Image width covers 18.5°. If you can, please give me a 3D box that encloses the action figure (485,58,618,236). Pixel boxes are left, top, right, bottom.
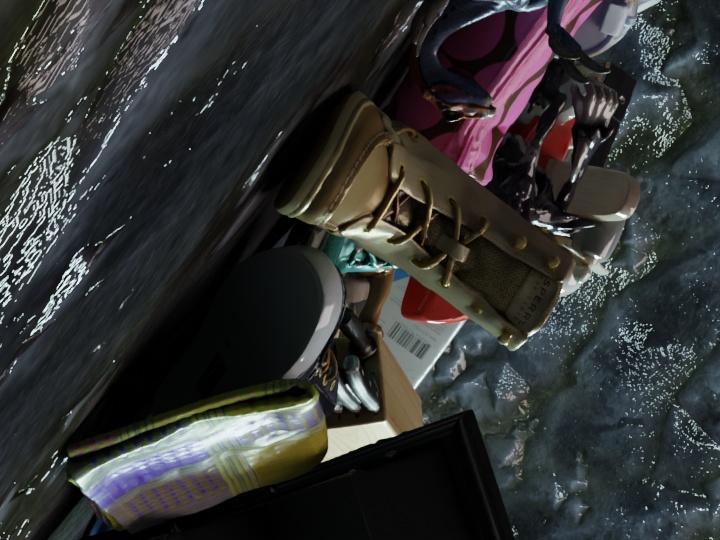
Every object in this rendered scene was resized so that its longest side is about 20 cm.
[{"bbox_3d":[0.105,-0.095,1.473,0.201,0.118,0.103,-87,-173,-52],"label":"action figure"}]

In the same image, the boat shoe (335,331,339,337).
[{"bbox_3d":[-0.041,0.099,1.703,0.074,0.066,0.201,-101,-156,-51],"label":"boat shoe"}]

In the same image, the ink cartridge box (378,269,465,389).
[{"bbox_3d":[0.001,0.054,1.738,0.200,0.116,0.068,-55,177,35],"label":"ink cartridge box"}]

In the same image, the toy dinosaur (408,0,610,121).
[{"bbox_3d":[0.101,-0.164,1.206,0.181,0.105,0.201,-28,-152,44],"label":"toy dinosaur"}]

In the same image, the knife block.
[{"bbox_3d":[0.000,0.083,1.478,0.175,0.199,0.064,-31,-124,51],"label":"knife block"}]

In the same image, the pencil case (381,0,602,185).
[{"bbox_3d":[0.092,-0.139,1.280,0.201,0.090,0.094,-56,-146,17],"label":"pencil case"}]

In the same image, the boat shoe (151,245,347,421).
[{"bbox_3d":[-0.042,0.044,1.262,0.090,0.071,0.200,-9,155,-37],"label":"boat shoe"}]

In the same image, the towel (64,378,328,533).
[{"bbox_3d":[-0.085,0.103,1.214,0.143,0.023,0.200,-18,165,-5],"label":"towel"}]

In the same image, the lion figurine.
[{"bbox_3d":[0.000,0.000,1.537,0.200,0.072,0.123,130,-21,-64],"label":"lion figurine"}]

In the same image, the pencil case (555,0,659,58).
[{"bbox_3d":[0.160,-0.200,1.516,0.083,0.091,0.200,-54,175,22],"label":"pencil case"}]

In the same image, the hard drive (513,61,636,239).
[{"bbox_3d":[0.132,-0.069,1.766,0.139,0.038,0.201,1,-116,57],"label":"hard drive"}]

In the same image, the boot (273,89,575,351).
[{"bbox_3d":[0.038,-0.021,1.175,0.073,0.155,0.200,-52,176,7],"label":"boot"}]

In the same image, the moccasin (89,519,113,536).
[{"bbox_3d":[-0.130,0.159,1.481,0.081,0.068,0.200,-49,175,-39],"label":"moccasin"}]

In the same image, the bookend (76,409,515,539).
[{"bbox_3d":[-0.050,0.170,1.329,0.199,0.093,0.198,-13,172,-43],"label":"bookend"}]

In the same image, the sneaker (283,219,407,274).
[{"bbox_3d":[0.011,-0.031,1.348,0.200,0.080,0.078,-47,174,-50],"label":"sneaker"}]

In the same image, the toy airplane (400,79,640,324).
[{"bbox_3d":[0.123,-0.047,1.612,0.199,0.141,0.200,-32,-158,22],"label":"toy airplane"}]
